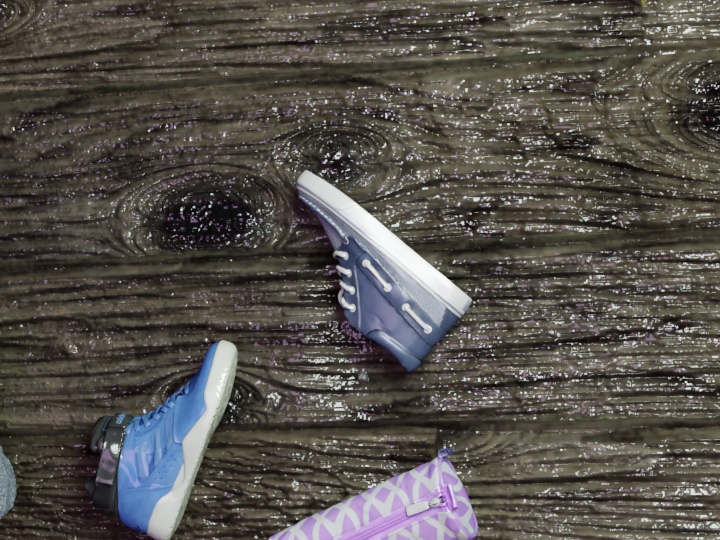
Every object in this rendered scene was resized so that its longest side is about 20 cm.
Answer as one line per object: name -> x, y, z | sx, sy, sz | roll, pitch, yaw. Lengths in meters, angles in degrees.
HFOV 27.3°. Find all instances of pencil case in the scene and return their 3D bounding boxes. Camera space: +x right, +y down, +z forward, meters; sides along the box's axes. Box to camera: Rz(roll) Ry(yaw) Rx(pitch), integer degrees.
pencil case -> 0.010, 0.239, 1.325 | 0.199, 0.085, 0.085 | -28, 84, 11

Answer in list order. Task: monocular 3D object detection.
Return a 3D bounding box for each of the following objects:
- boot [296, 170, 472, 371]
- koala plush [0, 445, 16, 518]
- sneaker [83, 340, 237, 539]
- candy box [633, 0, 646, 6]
boot -> 0.000, 0.000, 1.368 | 0.200, 0.073, 0.091 | 40, 91, 10
koala plush -> -0.400, 0.125, 1.414 | 0.182, 0.177, 0.202 | 14, 91, 1
sneaker -> -0.195, 0.146, 1.406 | 0.110, 0.077, 0.202 | 23, 100, 2
candy box -> 0.214, -0.348, 1.339 | 0.200, 0.055, 0.116 | 41, 97, 10
